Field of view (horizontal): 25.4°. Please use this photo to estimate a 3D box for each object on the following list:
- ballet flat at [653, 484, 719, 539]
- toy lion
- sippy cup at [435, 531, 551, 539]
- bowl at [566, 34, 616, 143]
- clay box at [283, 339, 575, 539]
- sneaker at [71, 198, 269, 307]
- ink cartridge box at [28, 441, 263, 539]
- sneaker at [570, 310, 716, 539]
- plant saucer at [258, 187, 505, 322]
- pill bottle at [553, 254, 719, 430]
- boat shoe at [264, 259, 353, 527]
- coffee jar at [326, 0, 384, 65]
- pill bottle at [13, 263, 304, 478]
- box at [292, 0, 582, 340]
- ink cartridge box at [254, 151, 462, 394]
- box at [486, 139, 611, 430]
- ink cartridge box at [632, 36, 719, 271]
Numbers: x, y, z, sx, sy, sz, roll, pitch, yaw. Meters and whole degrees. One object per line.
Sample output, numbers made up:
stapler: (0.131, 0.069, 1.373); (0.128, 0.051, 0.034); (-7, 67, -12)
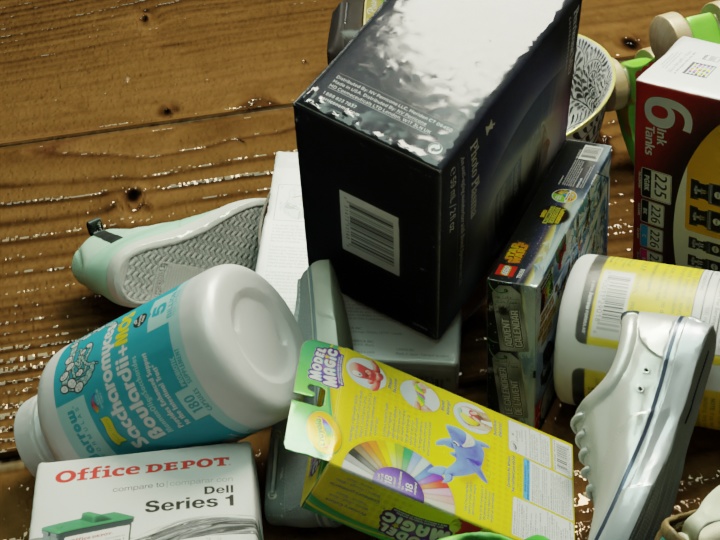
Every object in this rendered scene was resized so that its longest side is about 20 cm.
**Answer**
ballet flat: (0.267, 0.151, 1.016); (0.199, 0.073, 0.068); (-17, 36, -18)
toy lion: (0.282, -0.115, 1.342); (0.068, 0.192, 0.200); (-15, -5, -18)
sippy cup: (0.073, 0.234, 0.875); (0.130, 0.140, 0.178); (-26, 14, -13)
bowl: (0.131, -0.121, 1.402); (0.200, 0.094, 0.201); (-10, 38, 8)
clay box: (0.041, 0.126, 1.023); (0.199, 0.048, 0.115); (23, 34, -10)
sneaker: (-0.140, -0.022, 1.320); (0.200, 0.074, 0.118); (-13, 15, -33)
ink cartridge box: (-0.129, 0.202, 0.973); (0.145, 0.085, 0.200); (-6, 34, -4)
sneaker: (0.171, 0.118, 1.036); (0.071, 0.073, 0.201); (12, 64, 26)
plant saucer: (0.018, -0.023, 1.278); (0.199, 0.032, 0.201); (0, 61, 1)
pill bottle: (0.244, 0.056, 1.126); (0.199, 0.112, 0.111); (9, 36, 18)
boat shoe: (-0.043, 0.083, 1.111); (0.071, 0.070, 0.202); (-7, 59, 9)
coffee jar: (0.066, -0.221, 1.578); (0.199, 0.086, 0.104); (-1, 37, 4)
pill bottle: (-0.141, 0.082, 1.079); (0.200, 0.111, 0.111); (-28, 24, 27)
box: (0.059, -0.096, 1.148); (0.123, 0.200, 0.199); (26, 59, 19)
ink cartridge box: (0.000, 0.000, 1.234); (0.161, 0.050, 0.201); (3, 51, 4)
box: (0.141, 0.011, 1.180); (0.040, 0.137, 0.200); (10, 36, 20)
ink cartridge box: (0.300, -0.055, 1.201); (0.175, 0.201, 0.084); (18, 41, 31)
